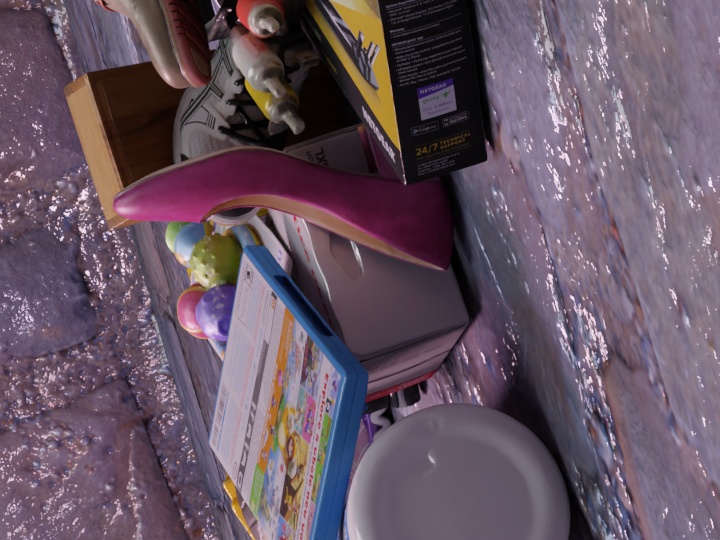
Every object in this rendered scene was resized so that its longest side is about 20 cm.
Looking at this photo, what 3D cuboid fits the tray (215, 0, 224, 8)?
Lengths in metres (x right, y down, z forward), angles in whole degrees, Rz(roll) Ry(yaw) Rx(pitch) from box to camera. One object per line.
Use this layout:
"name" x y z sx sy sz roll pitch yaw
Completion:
"tray" -0.087 -0.186 1.645 0.200 0.022 0.108 57 180 -37

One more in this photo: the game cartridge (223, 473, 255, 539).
"game cartridge" -0.043 0.193 1.830 0.177 0.032 0.200 57 -163 -19

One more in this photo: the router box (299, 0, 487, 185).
"router box" 0.006 -0.166 1.246 0.200 0.052 0.158 -121 17 -53

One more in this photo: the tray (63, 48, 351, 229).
"tray" -0.096 -0.099 1.513 0.037 0.199 0.099 -24 83 52

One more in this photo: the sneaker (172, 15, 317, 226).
"sneaker" -0.069 -0.130 1.450 0.088 0.075 0.201 143 143 -67

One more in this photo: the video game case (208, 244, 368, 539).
"video game case" -0.048 0.087 1.374 0.200 0.018 0.144 -132 49 -60

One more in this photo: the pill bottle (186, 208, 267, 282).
"pill bottle" -0.096 -0.024 1.857 0.109 0.108 0.201 149 103 -79

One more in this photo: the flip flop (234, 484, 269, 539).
"flip flop" -0.053 0.097 1.540 0.081 0.057 0.202 149 120 -62

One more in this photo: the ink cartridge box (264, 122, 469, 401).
"ink cartridge box" 0.000 0.000 1.460 0.200 0.084 0.146 114 137 -77

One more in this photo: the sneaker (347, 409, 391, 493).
"sneaker" -0.018 0.141 1.782 0.080 0.088 0.202 138 115 -80

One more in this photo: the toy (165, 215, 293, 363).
"toy" -0.101 0.010 1.531 0.200 0.047 0.116 -127 43 -62

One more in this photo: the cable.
"cable" -0.080 -0.158 1.363 0.200 0.050 0.098 37 143 54

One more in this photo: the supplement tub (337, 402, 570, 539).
"supplement tub" 0.050 0.168 1.353 0.200 0.131 0.133 105 145 -69

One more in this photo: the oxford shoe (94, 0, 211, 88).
"oxford shoe" -0.153 -0.183 1.385 0.201 0.074 0.070 63 -175 28

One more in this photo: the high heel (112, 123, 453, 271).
"high heel" -0.044 -0.029 1.334 0.067 0.198 0.097 163 95 -80

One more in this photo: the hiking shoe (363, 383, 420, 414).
"hiking shoe" -0.026 0.035 1.650 0.200 0.086 0.075 -121 17 -53
